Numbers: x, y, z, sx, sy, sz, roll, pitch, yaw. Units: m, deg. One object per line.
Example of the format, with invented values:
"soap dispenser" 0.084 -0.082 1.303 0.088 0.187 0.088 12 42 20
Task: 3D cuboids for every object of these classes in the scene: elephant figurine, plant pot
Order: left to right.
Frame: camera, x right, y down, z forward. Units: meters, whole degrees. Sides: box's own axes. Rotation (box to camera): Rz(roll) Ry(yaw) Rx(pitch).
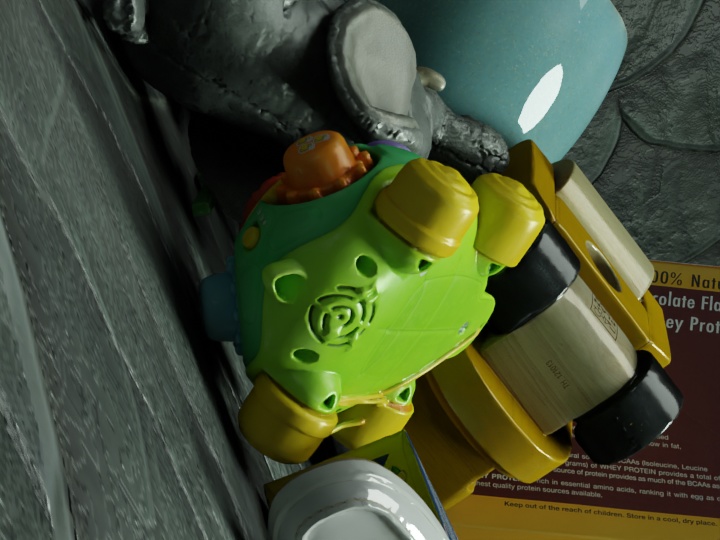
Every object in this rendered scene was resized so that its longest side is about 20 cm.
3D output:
"elephant figurine" -0.018 -0.087 0.992 0.200 0.155 0.141 50 -15 -9
"plant pot" 0.039 -0.100 1.184 0.200 0.199 0.135 61 46 -65

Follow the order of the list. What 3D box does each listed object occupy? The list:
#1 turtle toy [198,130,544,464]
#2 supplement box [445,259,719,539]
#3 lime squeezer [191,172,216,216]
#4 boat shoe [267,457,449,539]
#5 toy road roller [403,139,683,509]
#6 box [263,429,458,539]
"turtle toy" 0.002 0.001 0.913 0.101 0.146 0.200 40 15 21
"supplement box" 0.129 0.107 1.186 0.133 0.196 0.201 100 -6 -50
"lime squeezer" -0.066 -0.031 1.083 0.200 0.037 0.071 62 39 -70
"boat shoe" 0.019 0.163 0.816 0.069 0.070 0.201 -109 177 -56
"toy road roller" 0.074 0.036 1.072 0.123 0.146 0.200 51 19 -14
"box" 0.024 0.160 0.922 0.200 0.070 0.064 65 4 -47
